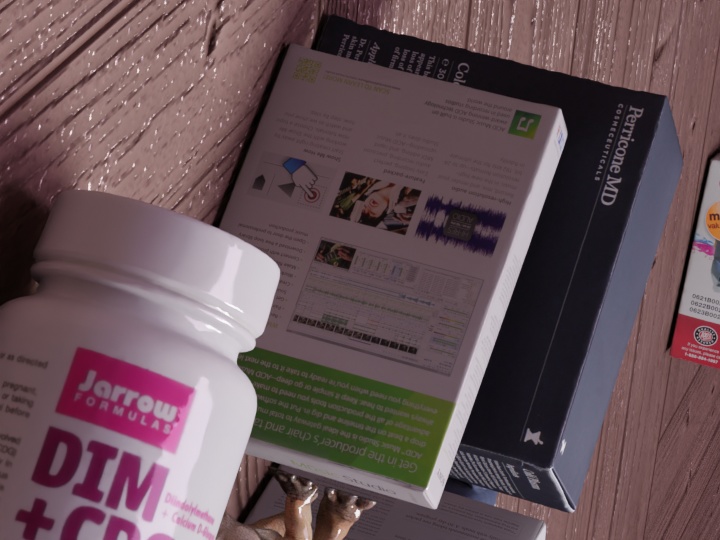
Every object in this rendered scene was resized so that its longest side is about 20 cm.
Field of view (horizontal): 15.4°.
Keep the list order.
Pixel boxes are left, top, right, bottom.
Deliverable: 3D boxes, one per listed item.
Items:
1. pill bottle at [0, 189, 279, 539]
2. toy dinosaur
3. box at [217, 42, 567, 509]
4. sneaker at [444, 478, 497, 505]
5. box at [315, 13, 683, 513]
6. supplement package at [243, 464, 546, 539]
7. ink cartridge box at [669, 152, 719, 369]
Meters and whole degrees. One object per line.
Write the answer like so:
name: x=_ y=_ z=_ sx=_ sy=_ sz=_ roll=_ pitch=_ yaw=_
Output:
pill bottle: x=-0.107 y=0.078 z=1.036 sx=0.113 sy=0.113 sz=0.200 roll=51 pitch=55 yaw=-70
toy dinosaur: x=-0.063 y=0.156 z=1.240 sx=0.200 sy=0.086 sz=0.136 roll=24 pitch=83 yaw=-53
box: x=0.000 y=0.000 z=1.260 sx=0.036 sy=0.144 sz=0.200 roll=63 pitch=45 yaw=-64
sneaker: x=0.063 y=0.105 z=1.687 sx=0.200 sy=0.075 sz=0.085 roll=-52 pitch=155 yaw=-74
box: x=0.046 y=-0.003 z=1.342 sx=0.104 sy=0.182 sz=0.200 roll=54 pitch=54 yaw=-69
supplement package: x=-0.008 y=0.229 z=1.417 sx=0.200 sy=0.151 sz=0.151 roll=-57 pitch=156 yaw=-46
ink cartridge box: x=0.395 y=-0.010 z=2.528 sx=0.145 sy=0.145 sz=0.201 roll=-29 pitch=131 yaw=-67
